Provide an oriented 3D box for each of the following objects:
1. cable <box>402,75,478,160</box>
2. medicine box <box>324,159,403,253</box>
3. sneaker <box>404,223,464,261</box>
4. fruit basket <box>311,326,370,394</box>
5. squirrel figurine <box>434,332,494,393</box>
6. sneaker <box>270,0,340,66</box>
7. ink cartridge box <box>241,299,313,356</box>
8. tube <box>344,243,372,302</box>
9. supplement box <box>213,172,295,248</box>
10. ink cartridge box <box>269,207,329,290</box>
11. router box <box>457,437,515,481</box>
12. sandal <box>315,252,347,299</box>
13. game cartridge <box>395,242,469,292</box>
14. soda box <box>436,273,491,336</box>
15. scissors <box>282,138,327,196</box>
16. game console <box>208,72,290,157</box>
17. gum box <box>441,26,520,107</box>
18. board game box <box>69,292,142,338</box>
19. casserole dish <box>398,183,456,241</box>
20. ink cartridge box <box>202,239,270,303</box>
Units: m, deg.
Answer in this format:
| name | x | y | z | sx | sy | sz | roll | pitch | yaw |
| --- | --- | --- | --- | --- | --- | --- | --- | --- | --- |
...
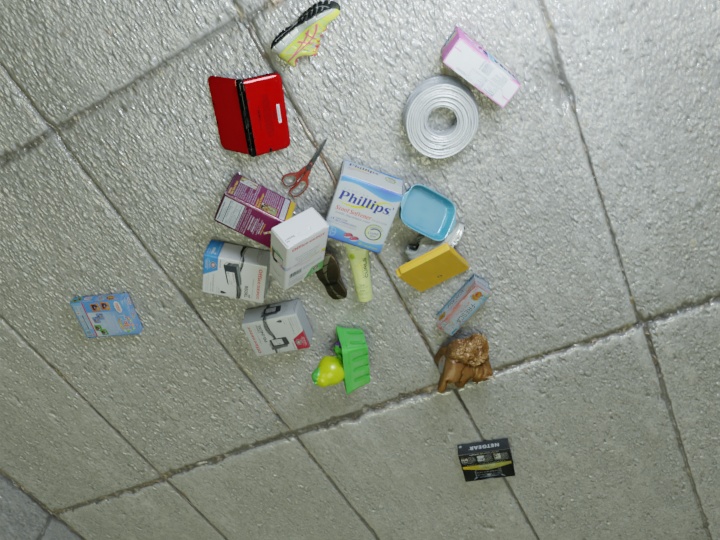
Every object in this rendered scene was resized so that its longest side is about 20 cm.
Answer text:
| name | x | y | z | sx | sy | sz | roll | pitch | yaw |
| --- | --- | --- | --- | --- | --- | --- | --- | --- | --- |
| cable | 0.205 | -0.390 | 1.530 | 0.197 | 0.070 | 0.201 | -26 | 118 | 21 |
| medicine box | 0.005 | -0.178 | 1.670 | 0.178 | 0.104 | 0.203 | 17 | 125 | -7 |
| sneaker | 0.215 | -0.081 | 1.740 | 0.198 | 0.076 | 0.081 | -35 | 106 | 24 |
| fruit basket | -0.071 | 0.307 | 1.969 | 0.210 | 0.157 | 0.220 | -6 | 124 | -9 |
| squirrel figurine | 0.358 | 0.303 | 1.947 | 0.182 | 0.143 | 0.203 | 12 | 127 | -11 |
| sneaker | -0.120 | -0.571 | 1.442 | 0.197 | 0.079 | 0.090 | -26 | 127 | 27 |
| ink cartridge box | -0.272 | 0.191 | 1.953 | 0.195 | 0.084 | 0.148 | -12 | 122 | 12 |
| tube | 0.000 | 0.000 | 1.825 | 0.057 | 0.052 | 0.204 | -25 | 123 | -28 |
| supplement box | -0.296 | -0.166 | 1.687 | 0.197 | 0.132 | 0.104 | 27 | 123 | -12 |
| ink cartridge box | -0.174 | -0.060 | 1.667 | 0.084 | 0.143 | 0.202 | 47 | 150 | 22 |
| router box | 0.478 | 0.722 | 2.264 | 0.195 | 0.053 | 0.160 | -11 | 122 | 12 |
| sandal | -0.086 | 0.012 | 1.841 | 0.080 | 0.055 | 0.202 | -8 | 138 | 17 |
| game cartridge | 0.212 | -0.007 | 1.742 | 0.174 | 0.033 | 0.199 | -27 | 153 | 18 |
| soda box | 0.319 | 0.109 | 1.856 | 0.063 | 0.069 | 0.201 | 29 | 122 | -15 |
| scissors | -0.140 | -0.285 | 1.667 | 0.199 | 0.014 | 0.073 | -37 | 111 | 24 |
| game console | -0.293 | -0.421 | 1.584 | 0.169 | 0.119 | 0.204 | -20 | 127 | -20 |
| gum box | 0.291 | -0.486 | 1.430 | 0.198 | 0.114 | 0.066 | 32 | 122 | -16 |
| board game box | -0.854 | 0.153 | 2.007 | 0.195 | 0.037 | 0.154 | -4 | 124 | 8 |
| casserole dish | 0.183 | -0.162 | 1.662 | 0.197 | 0.039 | 0.124 | 23 | 90 | -30 |
| ink cartridge box | -0.380 | 0.005 | 1.837 | 0.195 | 0.085 | 0.147 | 11 | 125 | -3 |
